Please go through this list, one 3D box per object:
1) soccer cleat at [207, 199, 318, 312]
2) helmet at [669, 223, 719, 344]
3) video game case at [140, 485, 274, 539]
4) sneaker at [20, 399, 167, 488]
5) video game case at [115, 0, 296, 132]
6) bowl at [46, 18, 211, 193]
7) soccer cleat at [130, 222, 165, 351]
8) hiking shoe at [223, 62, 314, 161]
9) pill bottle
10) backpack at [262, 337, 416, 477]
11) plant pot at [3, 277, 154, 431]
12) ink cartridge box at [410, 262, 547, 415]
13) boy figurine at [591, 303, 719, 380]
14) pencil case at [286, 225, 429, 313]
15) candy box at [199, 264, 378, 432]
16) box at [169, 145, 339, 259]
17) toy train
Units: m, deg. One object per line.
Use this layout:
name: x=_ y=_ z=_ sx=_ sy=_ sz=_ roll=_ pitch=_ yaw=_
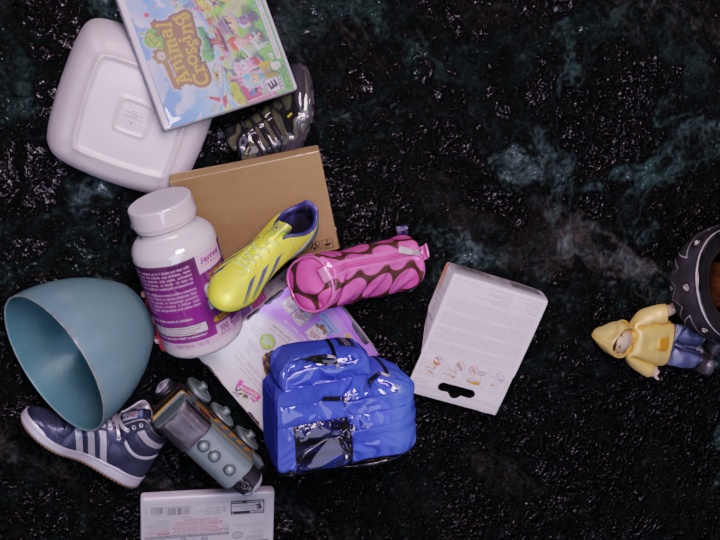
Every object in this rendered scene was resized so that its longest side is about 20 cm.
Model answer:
soccer cleat: x=-0.121 y=-0.024 z=1.272 sx=0.065 sy=0.200 sz=0.084 roll=38 pitch=138 yaw=8
helmet: x=0.552 y=0.019 z=1.487 sx=0.189 sy=0.200 sz=0.202 roll=-6 pitch=113 yaw=28
video game case: x=-0.230 y=0.415 z=1.535 sx=0.197 sy=0.023 sz=0.184 roll=-1 pitch=107 yaw=-13
sneaker: x=-0.363 y=0.215 z=1.417 sx=0.199 sy=0.070 sz=0.109 roll=35 pitch=102 yaw=-26
video game case: x=-0.195 y=-0.294 z=1.270 sx=0.180 sy=0.022 sz=0.202 roll=-21 pitch=91 yaw=-18
bowl: x=-0.290 y=-0.201 z=1.305 sx=0.198 sy=0.075 sz=0.202 roll=19 pitch=103 yaw=-18
soccer cleat: x=-0.261 y=0.013 z=1.384 sx=0.076 sy=0.067 sz=0.202 roll=-13 pitch=111 yaw=-22
hiking shoe: x=-0.126 y=-0.183 z=1.343 sx=0.100 sy=0.076 sz=0.202 roll=14 pitch=104 yaw=-19
pill bottle: x=-0.227 y=0.001 z=1.300 sx=0.111 sy=0.112 sz=0.202 roll=-17 pitch=116 yaw=-6
backpack: x=-0.023 y=0.177 z=1.356 sx=0.197 sy=0.163 sz=0.170 roll=-2 pitch=106 yaw=-13
plant pot: x=-0.351 y=0.088 z=1.336 sx=0.134 sy=0.199 sz=0.202 roll=-37 pitch=116 yaw=-38
ink cartridge box: x=0.168 y=0.103 z=1.517 sx=0.161 sy=0.050 sz=0.202 roll=16 pitch=111 yaw=-17
boy figurine: x=0.452 y=0.106 z=1.562 sx=0.198 sy=0.064 sz=0.126 roll=11 pitch=107 yaw=-18
pencil case: x=0.000 y=0.000 z=1.376 sx=0.199 sy=0.093 sz=0.092 roll=-16 pitch=91 yaw=-43
candy box: x=-0.105 y=0.109 z=1.440 sx=0.199 sy=0.072 sz=0.168 roll=-37 pitch=111 yaw=1
box: x=-0.137 y=-0.076 z=1.350 sx=0.198 sy=0.021 sz=0.165 roll=-11 pitch=129 yaw=0
toy train: x=-0.213 y=0.236 z=1.433 sx=0.085 sy=0.114 sz=0.200 roll=-40 pitch=110 yaw=3
